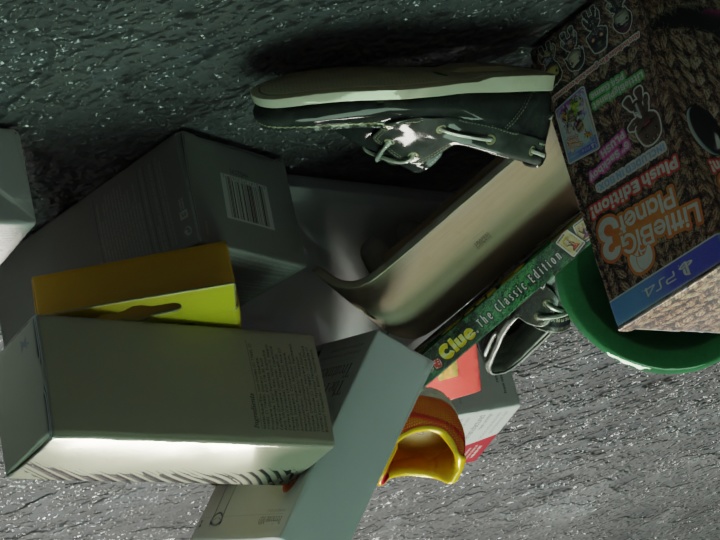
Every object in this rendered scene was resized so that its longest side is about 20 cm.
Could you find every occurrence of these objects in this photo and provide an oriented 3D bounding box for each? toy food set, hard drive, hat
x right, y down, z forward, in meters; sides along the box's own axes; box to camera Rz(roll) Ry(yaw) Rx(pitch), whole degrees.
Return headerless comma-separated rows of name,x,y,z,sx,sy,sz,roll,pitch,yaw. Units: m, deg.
toy food set,0.067,-0.041,1.418,0.200,0.061,0.143,-40,157,3
hard drive,0.000,0.000,1.472,0.199,0.026,0.133,5,120,-34
hat,0.228,-0.010,1.614,0.199,0.167,0.176,26,-178,-9

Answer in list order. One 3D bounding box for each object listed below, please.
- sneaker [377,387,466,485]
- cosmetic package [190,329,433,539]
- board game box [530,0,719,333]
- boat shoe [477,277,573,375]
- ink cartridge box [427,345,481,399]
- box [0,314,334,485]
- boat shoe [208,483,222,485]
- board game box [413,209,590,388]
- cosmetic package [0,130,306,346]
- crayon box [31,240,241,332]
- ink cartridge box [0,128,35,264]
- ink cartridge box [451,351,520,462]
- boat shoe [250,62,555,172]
sneaker,-0.014,0.121,1.536,0.198,0.077,0.073,2,130,-14
cosmetic package,-0.037,0.125,1.401,0.051,0.152,0.200,28,163,-15
board game box,0.220,-0.069,1.315,0.158,0.202,0.097,3,152,-40
boat shoe,0.152,0.018,1.647,0.071,0.071,0.200,-3,151,-27
ink cartridge box,0.006,0.056,1.568,0.175,0.045,0.201,-14,131,-5
box,-0.118,0.081,1.258,0.199,0.083,0.068,7,150,-34
boat shoe,-0.143,0.093,1.501,0.073,0.063,0.200,-15,-156,-18
board game box,0.090,0.027,1.466,0.200,0.023,0.105,-41,-177,3
cosmetic package,-0.144,-0.003,1.382,0.199,0.091,0.106,-27,155,33
crayon box,-0.138,0.042,1.320,0.126,0.051,0.200,-10,155,-7
ink cartridge box,-0.295,-0.013,1.275,0.115,0.068,0.200,1,152,-36
ink cartridge box,0.018,0.122,1.794,0.198,0.083,0.146,-9,158,-18
boat shoe,0.028,-0.092,1.275,0.198,0.068,0.072,-2,-163,-22
